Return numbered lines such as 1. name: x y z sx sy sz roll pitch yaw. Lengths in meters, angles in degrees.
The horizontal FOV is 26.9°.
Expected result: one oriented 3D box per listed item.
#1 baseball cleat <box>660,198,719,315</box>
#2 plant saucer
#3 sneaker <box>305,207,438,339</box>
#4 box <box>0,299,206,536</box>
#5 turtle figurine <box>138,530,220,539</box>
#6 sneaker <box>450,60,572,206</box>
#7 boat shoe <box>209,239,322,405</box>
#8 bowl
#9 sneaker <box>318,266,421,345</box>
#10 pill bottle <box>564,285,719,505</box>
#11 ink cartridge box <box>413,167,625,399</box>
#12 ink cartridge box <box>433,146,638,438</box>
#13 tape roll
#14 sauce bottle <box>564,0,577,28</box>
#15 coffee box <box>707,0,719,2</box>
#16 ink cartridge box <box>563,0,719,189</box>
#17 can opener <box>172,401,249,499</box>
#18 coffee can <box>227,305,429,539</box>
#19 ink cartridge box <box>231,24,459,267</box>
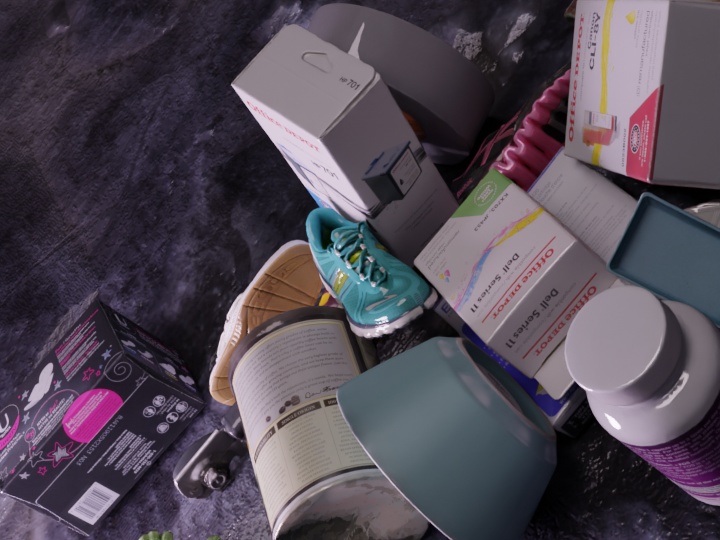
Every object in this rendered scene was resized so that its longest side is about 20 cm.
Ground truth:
1. baseball cleat: 0.265 0.013 1.221 0.199 0.070 0.107 -38 85 6
2. plant saucer: 0.294 0.014 1.171 0.198 0.019 0.071 28 94 13
3. sneaker: 0.000 0.000 1.356 0.077 0.080 0.200 -34 30 -13
4. box: -0.286 0.157 1.608 0.200 0.132 0.115 -47 39 8
5. turtle figurine: -0.137 0.308 1.373 0.142 0.202 0.195 -16 40 -10
6. sneaker: 0.156 -0.125 1.437 0.201 0.079 0.095 -51 31 3
7. boat shoe: -0.102 0.042 1.537 0.201 0.070 0.070 -57 25 23
8. bowl: 0.086 0.132 1.233 0.105 0.200 0.201 -44 43 10
9. sneaker: -0.001 0.008 1.491 0.090 0.075 0.201 27 75 46
10. pill bottle: 0.237 0.091 1.121 0.111 0.200 0.113 -22 51 30
11. ink cartridge box: 0.138 0.008 1.279 0.117 0.067 0.200 -50 34 6
12. ink cartridge box: 0.185 0.015 1.333 0.199 0.043 0.200 -51 44 5
13. tape roll: 0.030 -0.181 1.484 0.199 0.200 0.067 15 74 46
14. sauce bottle: 0.275 -0.309 1.444 0.201 0.065 0.065 -54 42 0
15. coffee box: 0.352 -0.170 1.271 0.112 0.080 0.202 -29 48 26
16. ink cartridge box: 0.246 -0.154 1.264 0.200 0.082 0.147 -140 53 -74
17. can opener: -0.121 0.146 1.523 0.201 0.053 0.067 -51 43 3
18. coffee can: -0.031 0.154 1.365 0.146 0.146 0.201 -37 45 18
19. ink cartridge box: -0.010 -0.113 1.392 0.086 0.200 0.146 -47 46 -8
